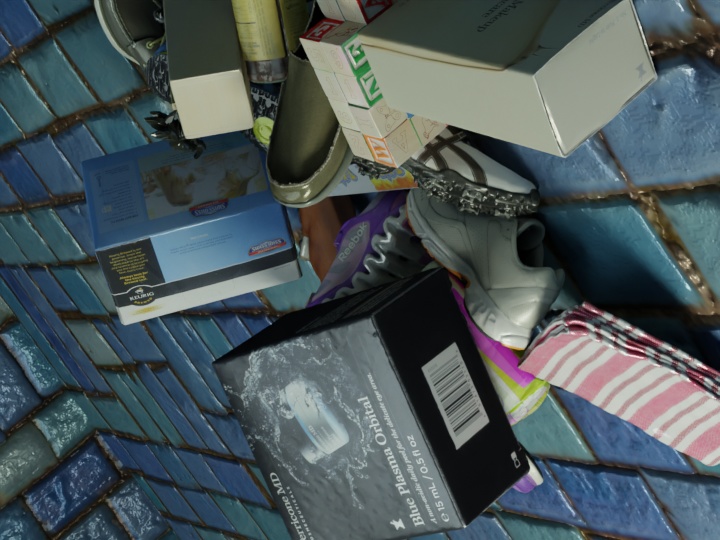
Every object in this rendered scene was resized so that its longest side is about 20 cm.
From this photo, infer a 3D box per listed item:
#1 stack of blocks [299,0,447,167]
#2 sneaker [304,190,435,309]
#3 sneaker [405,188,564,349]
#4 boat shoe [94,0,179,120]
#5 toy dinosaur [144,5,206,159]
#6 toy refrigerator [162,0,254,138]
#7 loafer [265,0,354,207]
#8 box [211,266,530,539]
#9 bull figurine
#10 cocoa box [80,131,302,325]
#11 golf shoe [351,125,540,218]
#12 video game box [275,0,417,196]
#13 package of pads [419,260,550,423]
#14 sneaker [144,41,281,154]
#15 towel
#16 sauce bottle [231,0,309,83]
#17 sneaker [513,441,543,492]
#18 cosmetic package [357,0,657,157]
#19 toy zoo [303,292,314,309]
[{"bbox_3d":[0.014,-0.196,1.290,0.058,0.115,0.201,21,144,50],"label":"stack of blocks"},{"bbox_3d":[0.000,0.000,1.582,0.080,0.200,0.089,29,-166,-43],"label":"sneaker"},{"bbox_3d":[0.115,-0.027,1.450,0.076,0.092,0.200,16,-149,-46],"label":"sneaker"},{"bbox_3d":[-0.199,-0.226,1.727,0.060,0.072,0.202,12,143,55],"label":"boat shoe"},{"bbox_3d":[-0.138,-0.180,1.639,0.200,0.135,0.102,56,-157,-10],"label":"toy dinosaur"},{"bbox_3d":[-0.142,-0.219,1.478,0.076,0.070,0.201,80,180,-53],"label":"toy refrigerator"},{"bbox_3d":[-0.038,-0.150,1.355,0.075,0.201,0.070,6,164,28],"label":"loafer"},{"bbox_3d":[0.008,0.126,1.436,0.199,0.117,0.197,-18,99,41],"label":"box"},{"bbox_3d":[-0.017,0.003,1.678,0.121,0.065,0.201,125,132,-72],"label":"bull figurine"},{"bbox_3d":[-0.177,-0.053,1.742,0.131,0.199,0.134,78,176,-51],"label":"cocoa box"},{"bbox_3d":[0.064,-0.110,1.395,0.199,0.095,0.078,21,169,3],"label":"golf shoe"},{"bbox_3d":[-0.024,-0.156,1.528,0.183,0.047,0.200,55,158,-16],"label":"video game box"},{"bbox_3d":[0.107,0.073,1.537,0.155,0.068,0.200,48,-178,8],"label":"package of pads"},{"bbox_3d":[-0.099,-0.165,1.539,0.199,0.078,0.066,27,131,13],"label":"sneaker"},{"bbox_3d":[0.236,0.100,1.368,0.199,0.030,0.146,28,157,-1],"label":"towel"},{"bbox_3d":[-0.082,-0.261,1.392,0.065,0.065,0.201,17,120,55],"label":"sauce bottle"},{"bbox_3d":[0.077,0.167,1.572,0.199,0.084,0.081,24,-174,-10],"label":"sneaker"},{"bbox_3d":[0.102,-0.155,1.201,0.200,0.103,0.073,20,144,50],"label":"cosmetic package"},{"bbox_3d":[0.022,0.105,1.713,0.199,0.131,0.021,28,120,-3],"label":"toy zoo"}]
